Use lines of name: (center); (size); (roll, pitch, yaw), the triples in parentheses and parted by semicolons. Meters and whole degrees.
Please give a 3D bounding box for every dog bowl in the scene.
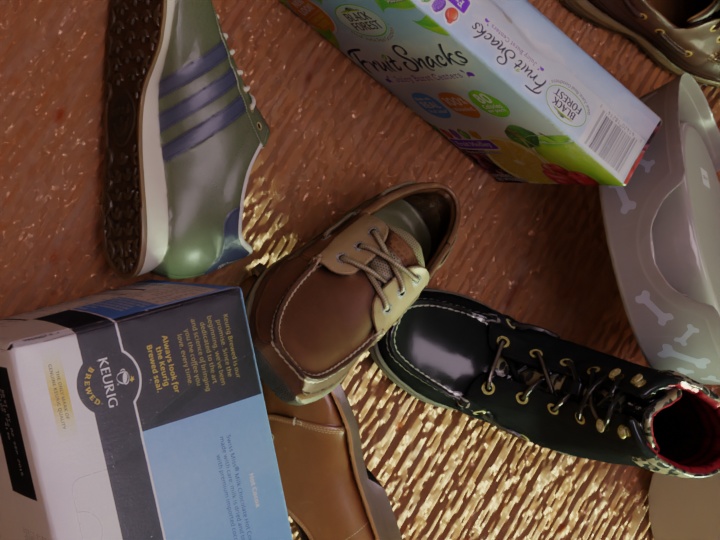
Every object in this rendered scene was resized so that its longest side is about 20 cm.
dog bowl: (0.203, -0.020, 1.058); (0.200, 0.058, 0.202); (-13, 90, -70)

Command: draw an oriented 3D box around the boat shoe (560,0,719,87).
boat shoe: (0.222, -0.174, 1.115); (0.199, 0.067, 0.073); (20, 82, -28)

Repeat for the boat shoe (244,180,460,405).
boat shoe: (0.000, 0.000, 0.946); (0.076, 0.074, 0.200); (48, 35, -7)

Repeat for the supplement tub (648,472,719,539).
supplement tub: (0.312, 0.152, 1.137); (0.199, 0.132, 0.133); (-18, 100, -28)

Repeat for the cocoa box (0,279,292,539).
cocoa box: (-0.125, 0.116, 0.896); (0.130, 0.133, 0.202); (-15, 98, -28)

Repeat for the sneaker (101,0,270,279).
sneaker: (-0.094, -0.094, 0.952); (0.089, 0.067, 0.202); (3, 90, -36)

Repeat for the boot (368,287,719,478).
boot: (0.118, 0.067, 1.015); (0.203, 0.153, 0.074); (27, 79, -27)

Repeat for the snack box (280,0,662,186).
snack box: (0.062, -0.126, 0.986); (0.200, 0.142, 0.053); (37, 76, -25)

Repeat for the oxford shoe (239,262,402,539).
oxford shoe: (-0.038, 0.095, 0.983); (0.071, 0.071, 0.201); (-21, 96, -8)
